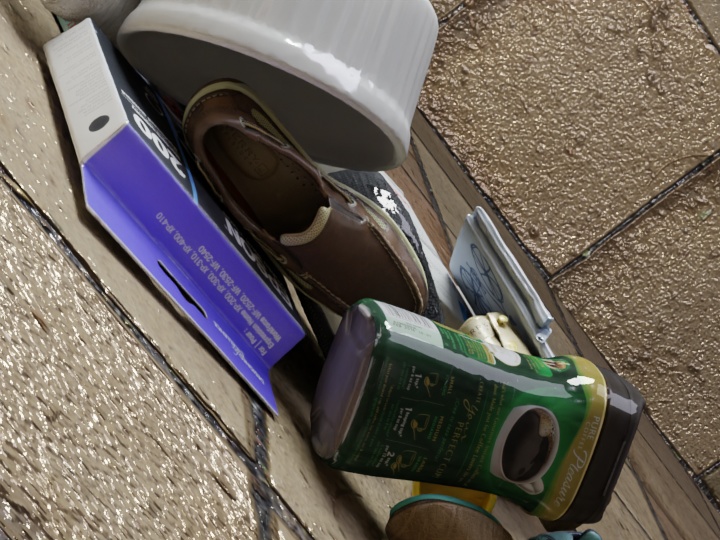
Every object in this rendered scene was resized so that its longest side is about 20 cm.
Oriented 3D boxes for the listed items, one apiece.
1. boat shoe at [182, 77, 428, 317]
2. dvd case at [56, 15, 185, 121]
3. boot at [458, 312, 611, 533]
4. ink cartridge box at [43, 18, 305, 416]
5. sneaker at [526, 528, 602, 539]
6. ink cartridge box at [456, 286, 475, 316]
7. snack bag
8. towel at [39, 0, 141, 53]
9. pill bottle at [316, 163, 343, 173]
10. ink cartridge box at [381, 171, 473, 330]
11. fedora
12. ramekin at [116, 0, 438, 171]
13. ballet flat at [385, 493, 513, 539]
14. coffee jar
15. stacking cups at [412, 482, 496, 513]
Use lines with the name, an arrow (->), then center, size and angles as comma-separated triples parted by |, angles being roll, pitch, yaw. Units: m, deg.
boat shoe -> -0.035, -0.027, 1.264 | 0.202, 0.075, 0.075 | 42, 12, -16
dvd case -> -0.140, -0.109, 1.439 | 0.200, 0.022, 0.146 | 46, 12, -51
boot -> 0.112, 0.095, 1.461 | 0.156, 0.073, 0.200 | 59, 2, 24
ink cartridge box -> -0.109, -0.036, 1.251 | 0.198, 0.043, 0.200 | 51, 10, -35
sneaker -> 0.151, 0.231, 1.497 | 0.078, 0.086, 0.200 | 58, 9, 18
ink cartridge box -> 0.119, 0.114, 1.787 | 0.145, 0.084, 0.200 | 59, 10, 24
snack bag -> 0.128, 0.056, 1.581 | 0.201, 0.021, 0.189 | 61, -7, 9
towel -> -0.131, -0.238, 1.324 | 0.034, 0.201, 0.132 | 24, -4, 23
pill bottle -> -0.073, -0.139, 1.624 | 0.111, 0.111, 0.201 | 47, 11, -43
ink cartridge box -> 0.014, -0.001, 1.657 | 0.145, 0.083, 0.201 | 44, 14, -50
fedora -> 0.000, 0.000, 1.407 | 0.201, 0.091, 0.202 | 156, -90, -90
ramekin -> -0.047, -0.150, 1.314 | 0.199, 0.098, 0.201 | 21, -11, 4
ballet flat -> 0.073, 0.200, 1.313 | 0.200, 0.067, 0.073 | 47, 30, -62
coffee jar -> 0.075, 0.091, 1.281 | 0.199, 0.105, 0.085 | 16, 12, -20
stacking cups -> 0.066, 0.143, 1.511 | 0.061, 0.060, 0.200 | 54, 4, -4
